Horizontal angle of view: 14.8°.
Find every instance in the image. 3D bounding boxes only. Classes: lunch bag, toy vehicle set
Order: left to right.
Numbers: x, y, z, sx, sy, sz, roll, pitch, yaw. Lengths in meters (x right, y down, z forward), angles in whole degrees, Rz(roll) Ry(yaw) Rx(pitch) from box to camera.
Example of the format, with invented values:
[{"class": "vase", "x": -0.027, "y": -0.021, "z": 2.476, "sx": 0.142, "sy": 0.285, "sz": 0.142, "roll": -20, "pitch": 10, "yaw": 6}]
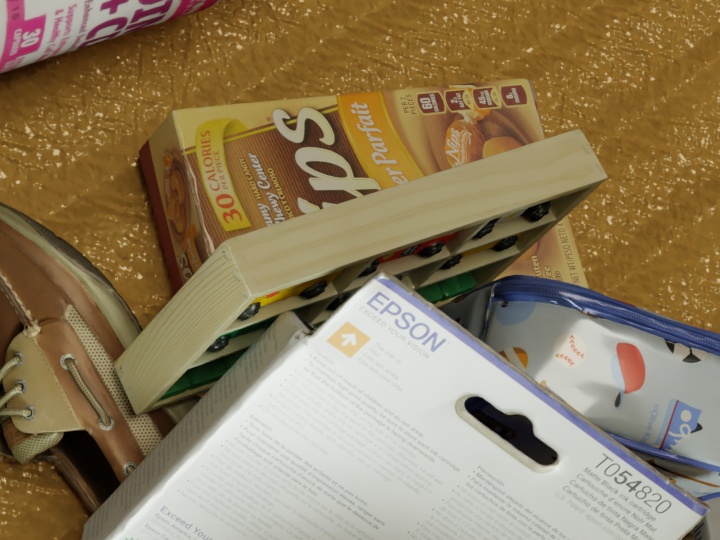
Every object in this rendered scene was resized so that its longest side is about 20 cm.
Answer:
[{"class": "toy vehicle set", "x": 0.000, "y": 0.000, "z": 1.223, "sx": 0.199, "sy": 0.124, "sz": 0.027, "roll": -19, "pitch": 74, "yaw": -34}, {"class": "lunch bag", "x": 0.101, "y": 0.064, "z": 1.278, "sx": 0.159, "sy": 0.200, "sz": 0.076, "roll": 16, "pitch": 76, "yaw": -16}]

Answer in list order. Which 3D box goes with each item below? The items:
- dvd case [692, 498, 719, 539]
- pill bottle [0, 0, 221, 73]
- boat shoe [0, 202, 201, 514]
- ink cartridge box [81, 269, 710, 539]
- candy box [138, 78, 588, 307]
[{"class": "dvd case", "x": 0.233, "y": 0.151, "z": 1.379, "sx": 0.142, "sy": 0.018, "sz": 0.201, "roll": 7, "pitch": 54, "yaw": -21}, {"class": "pill bottle", "x": -0.122, "y": -0.169, "z": 1.323, "sx": 0.199, "sy": 0.113, "sz": 0.114, "roll": -21, "pitch": 78, "yaw": -30}, {"class": "boat shoe", "x": -0.131, "y": 0.054, "z": 1.245, "sx": 0.200, "sy": 0.076, "sz": 0.074, "roll": 46, "pitch": 61, "yaw": 1}, {"class": "ink cartridge box", "x": 0.014, "y": 0.107, "z": 1.200, "sx": 0.199, "sy": 0.200, "sz": 0.041, "roll": 37, "pitch": 23, "yaw": -23}, {"class": "candy box", "x": 0.002, "y": -0.024, "z": 1.350, "sx": 0.199, "sy": 0.055, "sz": 0.116, "roll": -7, "pitch": 72, "yaw": -28}]
